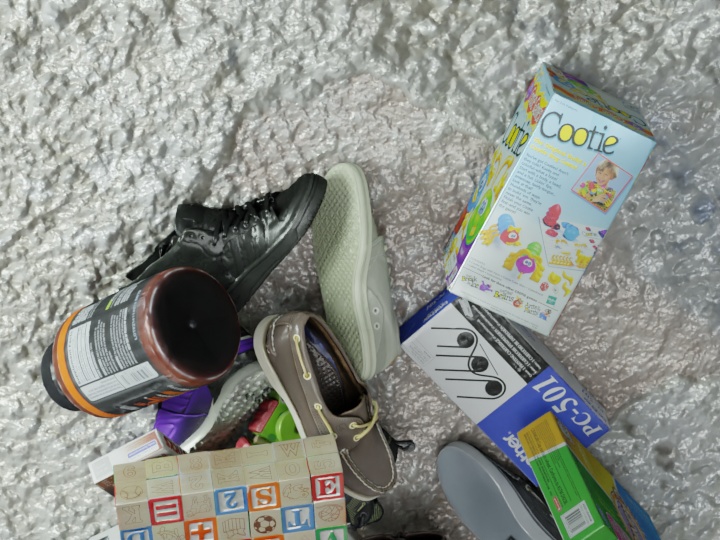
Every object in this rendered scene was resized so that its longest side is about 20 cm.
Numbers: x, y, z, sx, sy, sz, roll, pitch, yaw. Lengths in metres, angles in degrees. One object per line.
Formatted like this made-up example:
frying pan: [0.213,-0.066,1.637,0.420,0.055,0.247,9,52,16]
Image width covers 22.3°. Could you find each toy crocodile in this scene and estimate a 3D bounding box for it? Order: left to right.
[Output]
toy crocodile: [-0.093,0.173,1.701,0.062,0.067,0.201,31,84,-15]

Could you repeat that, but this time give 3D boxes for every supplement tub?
supplement tub: [-0.204,0.071,1.637,0.199,0.107,0.107,-22,115,45]

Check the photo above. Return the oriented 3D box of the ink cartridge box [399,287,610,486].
ink cartridge box: [0.136,0.101,1.719,0.094,0.044,0.200,-40,107,16]

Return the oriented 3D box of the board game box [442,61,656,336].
board game box: [0.164,-0.064,1.623,0.104,0.103,0.201,24,110,-10]

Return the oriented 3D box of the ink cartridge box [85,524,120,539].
ink cartridge box: [-0.269,0.331,1.751,0.199,0.144,0.084,-25,110,9]

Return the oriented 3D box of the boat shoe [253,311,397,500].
boat shoe: [-0.021,0.122,1.644,0.059,0.072,0.201,-15,112,45]

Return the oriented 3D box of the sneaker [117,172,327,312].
sneaker: [-0.124,-0.031,1.653,0.104,0.060,0.200,33,117,-14]

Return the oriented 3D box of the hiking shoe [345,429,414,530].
hiking shoe: [-0.031,0.229,1.738,0.100,0.076,0.201,30,103,-13]

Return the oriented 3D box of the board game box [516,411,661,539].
board game box: [0.231,0.240,1.687,0.040,0.153,0.200,-35,129,12]

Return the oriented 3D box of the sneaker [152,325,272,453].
sneaker: [-0.156,0.113,1.712,0.200,0.069,0.100,-48,68,35]

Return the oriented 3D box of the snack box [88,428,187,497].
snack box: [-0.178,0.200,1.696,0.072,0.024,0.200,-28,152,5]

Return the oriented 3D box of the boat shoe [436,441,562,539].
boat shoe: [0.157,0.236,1.760,0.200,0.066,0.070,45,131,7]

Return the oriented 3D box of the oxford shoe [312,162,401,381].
oxford shoe: [0.000,0.000,1.671,0.057,0.075,0.202,-14,102,-36]

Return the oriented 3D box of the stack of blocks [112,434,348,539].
stack of blocks: [-0.113,0.220,1.614,0.198,0.059,0.116,-8,121,-6]

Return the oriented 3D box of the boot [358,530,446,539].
boot: [0.096,0.309,1.758,0.198,0.073,0.167,-7,138,10]
